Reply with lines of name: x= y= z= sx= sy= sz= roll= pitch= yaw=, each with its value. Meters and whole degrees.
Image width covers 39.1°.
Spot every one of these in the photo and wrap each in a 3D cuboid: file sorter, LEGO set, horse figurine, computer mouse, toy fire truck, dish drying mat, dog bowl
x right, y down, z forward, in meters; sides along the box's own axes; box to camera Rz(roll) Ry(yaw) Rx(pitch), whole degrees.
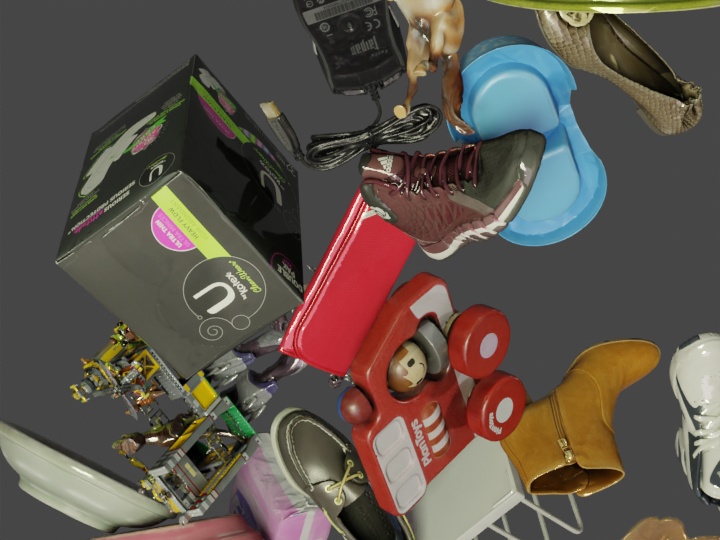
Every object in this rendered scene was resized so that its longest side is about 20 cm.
file sorter: x=0.123 y=0.265 z=1.097 sx=0.124 sy=0.139 sz=0.200 roll=32 pitch=117 yaw=-27
LEGO set: x=-0.199 y=0.155 z=0.952 sx=0.153 sy=0.116 sz=0.201 roll=-12 pitch=116 yaw=42
horse figurine: x=0.045 y=-0.203 z=0.770 sx=0.049 sy=0.133 sz=0.202 roll=-4 pitch=125 yaw=28
computer mouse: x=-0.027 y=-0.175 z=0.836 sx=0.139 sy=0.046 sz=0.201 roll=-20 pitch=131 yaw=12
toy fire truck: x=0.056 y=0.114 z=0.952 sx=0.168 sy=0.112 sz=0.202 roll=-40 pitch=129 yaw=-27
dish drying mat: x=0.000 y=0.000 z=0.932 sx=0.076 sy=0.018 sz=0.202 roll=23 pitch=100 yaw=-26
dog bowl: x=0.142 y=-0.115 z=0.886 sx=0.110 sy=0.050 sz=0.201 roll=-22 pitch=124 yaw=10

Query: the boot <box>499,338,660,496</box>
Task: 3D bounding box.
boot: x=0.235 y=0.151 z=1.011 sx=0.199 sy=0.145 sz=0.071 roll=-17 pitch=128 yaw=-6

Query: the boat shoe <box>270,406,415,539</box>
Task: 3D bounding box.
boat shoe: x=-0.011 y=0.215 z=0.992 sx=0.072 sy=0.060 sz=0.202 roll=-44 pitch=110 yaw=-22

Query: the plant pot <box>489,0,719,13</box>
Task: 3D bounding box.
plant pot: x=0.180 y=-0.292 z=0.695 sx=0.198 sy=0.201 sz=0.195 roll=-3 pitch=113 yaw=-3

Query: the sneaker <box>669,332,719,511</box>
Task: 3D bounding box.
sneaker: x=0.376 y=0.173 z=1.059 sx=0.078 sy=0.130 sz=0.201 roll=-6 pitch=125 yaw=-2

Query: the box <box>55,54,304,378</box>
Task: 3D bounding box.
box: x=-0.136 y=-0.047 z=0.815 sx=0.124 sy=0.201 sz=0.149 roll=-32 pitch=122 yaw=17

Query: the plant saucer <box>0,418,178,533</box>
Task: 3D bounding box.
plant saucer: x=-0.276 y=0.212 z=0.995 sx=0.199 sy=0.199 sz=0.051 roll=35 pitch=74 yaw=-25

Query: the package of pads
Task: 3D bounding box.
package of pads: x=-0.095 y=0.283 z=1.097 sx=0.075 sy=0.121 sz=0.202 roll=-3 pitch=127 yaw=-27

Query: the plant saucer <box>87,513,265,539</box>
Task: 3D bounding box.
plant saucer: x=-0.187 y=0.273 z=0.984 sx=0.198 sy=0.051 sz=0.201 roll=-9 pitch=169 yaw=-2

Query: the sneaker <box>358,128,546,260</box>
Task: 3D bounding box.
sneaker: x=0.058 y=-0.073 z=0.822 sx=0.115 sy=0.076 sz=0.200 roll=26 pitch=154 yaw=-12

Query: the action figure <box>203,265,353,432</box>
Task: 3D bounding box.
action figure: x=-0.063 y=0.074 z=0.989 sx=0.199 sy=0.070 sz=0.130 roll=-33 pitch=117 yaw=13

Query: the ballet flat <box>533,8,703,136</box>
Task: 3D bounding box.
ballet flat: x=0.219 y=-0.176 z=0.836 sx=0.199 sy=0.068 sz=0.046 roll=33 pitch=157 yaw=-28
